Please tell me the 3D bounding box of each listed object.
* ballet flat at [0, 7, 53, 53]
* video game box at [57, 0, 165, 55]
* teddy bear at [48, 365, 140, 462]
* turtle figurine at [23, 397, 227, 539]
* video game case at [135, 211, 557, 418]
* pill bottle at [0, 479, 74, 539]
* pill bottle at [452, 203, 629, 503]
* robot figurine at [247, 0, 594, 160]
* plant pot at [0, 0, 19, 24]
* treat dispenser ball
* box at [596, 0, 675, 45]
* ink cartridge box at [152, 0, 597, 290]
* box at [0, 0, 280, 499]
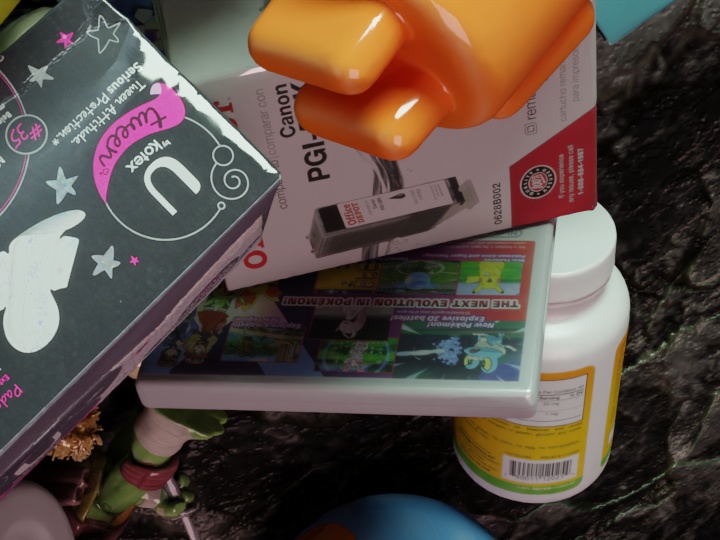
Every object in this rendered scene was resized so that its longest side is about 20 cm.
[{"bbox_3d":[-0.154,-0.087,0.772,0.069,0.070,0.200,-16,160,-9],"label":"ballet flat"},{"bbox_3d":[-0.042,-0.145,0.787,0.199,0.047,0.182,-22,138,8],"label":"video game box"},{"bbox_3d":[-0.134,0.030,0.845,0.066,0.146,0.200,14,158,1],"label":"teddy bear"},{"bbox_3d":[-0.122,0.154,0.995,0.144,0.200,0.194,-19,145,-58],"label":"turtle figurine"},{"bbox_3d":[0.000,0.000,0.813,0.199,0.183,0.023,1,135,13],"label":"video game case"},{"bbox_3d":[-0.281,0.184,0.926,0.199,0.120,0.120,-4,141,22],"label":"pill bottle"},{"bbox_3d":[0.116,0.048,1.015,0.110,0.111,0.201,-13,134,-12],"label":"pill bottle"},{"bbox_3d":[0.042,-0.140,0.629,0.144,0.117,0.200,40,74,-5],"label":"robot figurine"},{"bbox_3d":[-0.211,-0.147,0.551,0.200,0.182,0.199,-48,124,5],"label":"plant pot"},{"bbox_3d":[0.025,0.260,1.109,0.200,0.201,0.202,-12,134,-12],"label":"treat dispenser ball"},{"bbox_3d":[0.089,-0.208,0.787,0.049,0.083,0.200,-34,134,13],"label":"box"},{"bbox_3d":[0.011,-0.083,0.771,0.199,0.083,0.147,-13,138,-2],"label":"ink cartridge box"},{"bbox_3d":[-0.141,0.007,0.636,0.200,0.115,0.132,-44,177,-12],"label":"box"}]
